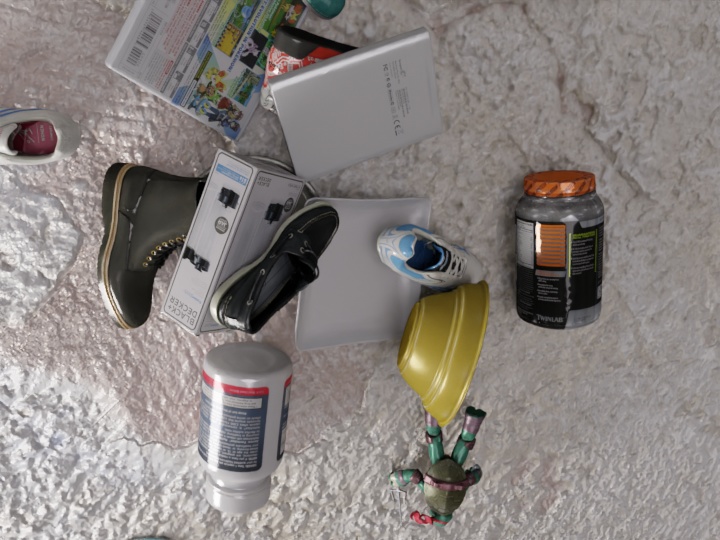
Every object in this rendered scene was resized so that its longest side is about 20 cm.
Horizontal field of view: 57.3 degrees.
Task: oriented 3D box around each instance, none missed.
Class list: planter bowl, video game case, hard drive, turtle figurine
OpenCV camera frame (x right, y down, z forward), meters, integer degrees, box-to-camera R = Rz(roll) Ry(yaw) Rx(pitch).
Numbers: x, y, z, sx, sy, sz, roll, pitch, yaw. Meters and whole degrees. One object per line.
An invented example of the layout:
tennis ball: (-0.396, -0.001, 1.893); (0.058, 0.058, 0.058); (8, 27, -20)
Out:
planter bowl: (0.100, 0.098, 0.887); (0.082, 0.201, 0.205); (18, 101, -1)
video game case: (-0.167, -0.280, 0.763); (0.181, 0.022, 0.203); (25, 98, -43)
hard drive: (-0.001, -0.197, 0.799); (0.196, 0.026, 0.134); (-20, 127, -6)
turtle figurine: (0.127, 0.306, 0.997); (0.146, 0.101, 0.205); (7, 98, -15)

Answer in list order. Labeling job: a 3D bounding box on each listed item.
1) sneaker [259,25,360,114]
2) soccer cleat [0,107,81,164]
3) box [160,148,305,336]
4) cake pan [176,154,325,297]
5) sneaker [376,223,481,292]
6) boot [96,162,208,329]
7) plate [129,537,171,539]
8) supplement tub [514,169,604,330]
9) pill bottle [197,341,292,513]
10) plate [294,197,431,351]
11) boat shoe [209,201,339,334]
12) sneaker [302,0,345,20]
sneaker: (-0.029, -0.223, 0.830); (0.197, 0.068, 0.109); (9, 122, -28)
soccer cleat: (-0.420, -0.152, 0.739); (0.195, 0.086, 0.072); (-6, 107, -12)
box: (-0.148, -0.030, 0.778); (0.059, 0.116, 0.204); (26, 101, 21)
cake pan: (-0.141, -0.049, 0.861); (0.195, 0.037, 0.205); (-4, 106, -12)
sneaker: (0.106, -0.010, 0.890); (0.198, 0.072, 0.073); (17, 92, -42)
boot: (-0.239, -0.021, 0.793); (0.135, 0.077, 0.205); (7, 107, 18)
plate: (-0.319, 0.490, 0.974); (0.195, 0.026, 0.205); (-4, 107, -13)
supplement tub: (0.277, -0.031, 0.921); (0.120, 0.123, 0.205); (-7, 107, -11)
pill bottle: (-0.158, 0.211, 0.885); (0.117, 0.120, 0.205); (4, 104, -14)
plate: (0.000, 0.000, 0.889); (0.196, 0.032, 0.205); (-4, 108, -31)
boat shoe: (-0.081, -0.002, 0.760); (0.199, 0.065, 0.076); (-41, 137, -28)
sneaker: (-0.049, -0.397, 0.753); (0.071, 0.079, 0.204); (-32, 113, -38)
